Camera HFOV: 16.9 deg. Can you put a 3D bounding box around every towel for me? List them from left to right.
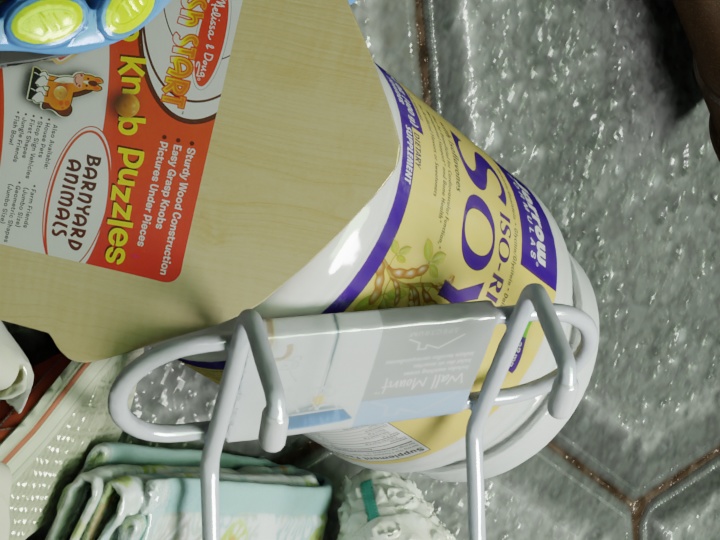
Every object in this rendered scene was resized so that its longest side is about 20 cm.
[{"bbox_3d":[-0.086,0.161,1.027,0.200,0.048,0.171,15,95,-64],"label":"towel"}]

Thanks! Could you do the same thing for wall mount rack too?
[{"bbox_3d":[0.002,0.080,0.938,0.200,0.075,0.174,-5,141,-18],"label":"wall mount rack"}]

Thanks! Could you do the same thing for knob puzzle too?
[{"bbox_3d":[-0.083,-0.063,0.907,0.030,0.219,0.220,-59,162,-87],"label":"knob puzzle"}]

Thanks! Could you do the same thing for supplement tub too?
[{"bbox_3d":[0.000,0.000,1.020,0.200,0.145,0.146,34,76,-48],"label":"supplement tub"}]

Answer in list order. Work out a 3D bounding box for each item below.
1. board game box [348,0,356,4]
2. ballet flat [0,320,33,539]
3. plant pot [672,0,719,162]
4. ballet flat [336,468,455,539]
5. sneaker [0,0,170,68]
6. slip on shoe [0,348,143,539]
[{"bbox_3d":[-0.045,-0.203,0.990,0.158,0.039,0.200,26,77,-44],"label":"board game box"},{"bbox_3d":[-0.149,0.058,0.847,0.068,0.068,0.200,25,60,-61],"label":"ballet flat"},{"bbox_3d":[0.227,-0.172,1.198,0.200,0.200,0.198,-52,126,-24],"label":"plant pot"},{"bbox_3d":[0.026,0.150,1.149,0.072,0.072,0.200,-54,155,-22],"label":"ballet flat"},{"bbox_3d":[-0.152,-0.093,0.850,0.199,0.083,0.071,-29,109,-15],"label":"sneaker"},{"bbox_3d":[-0.148,0.073,0.944,0.200,0.061,0.074,-45,156,-45],"label":"slip on shoe"}]
